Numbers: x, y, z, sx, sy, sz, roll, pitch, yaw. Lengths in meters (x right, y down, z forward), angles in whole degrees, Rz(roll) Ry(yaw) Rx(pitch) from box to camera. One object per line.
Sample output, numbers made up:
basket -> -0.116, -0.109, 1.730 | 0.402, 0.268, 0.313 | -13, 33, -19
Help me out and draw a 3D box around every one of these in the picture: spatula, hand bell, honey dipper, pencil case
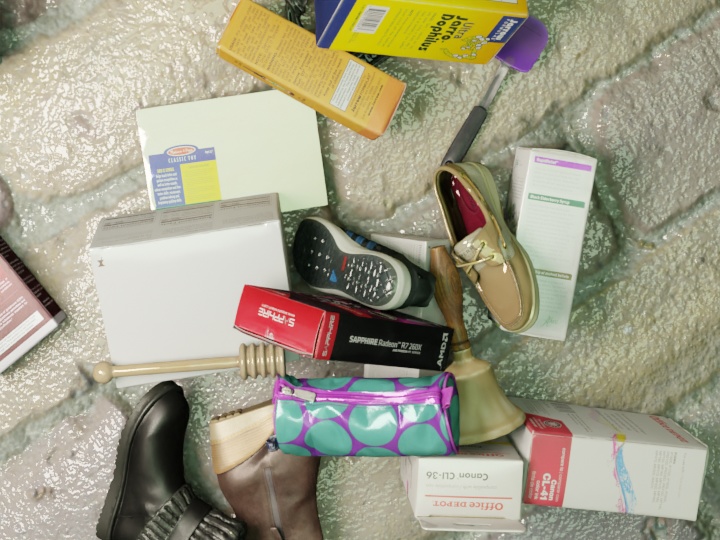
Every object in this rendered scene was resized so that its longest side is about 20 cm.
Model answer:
spatula -> 0.144, -0.195, 1.260 | 0.056, 0.021, 0.202 | 29, 97, 5
hand bell -> 0.107, 0.072, 1.210 | 0.102, 0.104, 0.203 | -14, 98, -2
honey dipper -> -0.175, 0.098, 1.155 | 0.196, 0.038, 0.039 | -5, 98, -3
pencil case -> 0.005, 0.147, 1.163 | 0.196, 0.093, 0.086 | -2, 55, 13

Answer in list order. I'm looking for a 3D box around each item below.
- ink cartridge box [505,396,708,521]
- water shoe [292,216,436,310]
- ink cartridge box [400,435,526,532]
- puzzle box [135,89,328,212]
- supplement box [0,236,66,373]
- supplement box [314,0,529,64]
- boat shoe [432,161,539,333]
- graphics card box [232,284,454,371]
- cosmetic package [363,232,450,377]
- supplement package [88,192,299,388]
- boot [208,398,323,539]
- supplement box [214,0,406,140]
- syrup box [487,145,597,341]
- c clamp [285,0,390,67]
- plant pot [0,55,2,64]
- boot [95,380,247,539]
ink cartridge box -> 0.264, 0.207, 1.258 | 0.196, 0.148, 0.087 | 9, 97, -5
water shoe -> 0.000, 0.000, 1.211 | 0.078, 0.199, 0.073 | 11, 103, -39
ink cartridge box -> 0.109, 0.219, 1.221 | 0.114, 0.200, 0.069 | 1, 98, -5
puzzle box -> -0.141, -0.125, 1.246 | 0.196, 0.025, 0.136 | -8, 98, -3
supplement box -> -0.426, 0.011, 1.224 | 0.108, 0.061, 0.201 | -37, 99, 0
supplement box -> 0.058, -0.293, 1.161 | 0.197, 0.110, 0.111 | 2, 72, -19
boat shoe -> 0.127, -0.025, 1.208 | 0.074, 0.066, 0.202 | -41, 60, 38
graphics card box -> -0.014, 0.059, 1.140 | 0.198, 0.124, 0.052 | 12, 92, -46
cosmetic package -> 0.051, 0.063, 1.254 | 0.050, 0.082, 0.204 | -5, 101, -46
supplement package -> -0.172, 0.019, 1.206 | 0.196, 0.111, 0.158 | -8, 109, -3
boot -> -0.064, 0.222, 1.273 | 0.197, 0.072, 0.169 | -17, 96, 8
supplement box -> -0.054, -0.213, 1.197 | 0.198, 0.067, 0.070 | 25, 88, -10
syrup box -> 0.201, -0.033, 1.257 | 0.080, 0.079, 0.204 | 9, 96, -6
c clamp -> -0.006, -0.309, 1.237 | 0.199, 0.027, 0.171 | -41, 103, 0
plant pot -> -0.459, -0.282, 1.127 | 0.197, 0.200, 0.199 | -15, 106, -2
boot -> -0.191, 0.243, 1.235 | 0.156, 0.079, 0.214 | 25, 106, 23
